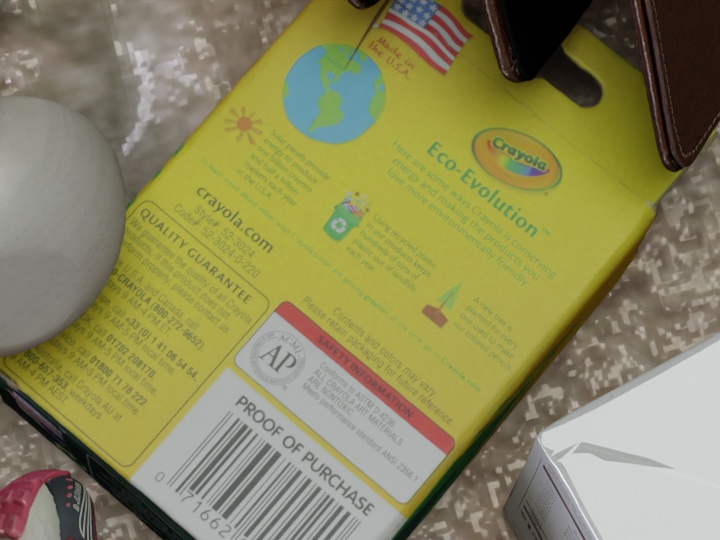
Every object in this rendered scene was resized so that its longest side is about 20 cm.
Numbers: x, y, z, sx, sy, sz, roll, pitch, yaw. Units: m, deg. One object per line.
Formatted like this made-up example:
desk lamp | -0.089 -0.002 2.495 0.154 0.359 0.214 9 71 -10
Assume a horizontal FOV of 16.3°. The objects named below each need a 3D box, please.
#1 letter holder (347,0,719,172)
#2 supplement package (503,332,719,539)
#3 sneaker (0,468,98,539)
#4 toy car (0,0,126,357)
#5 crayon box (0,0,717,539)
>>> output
letter holder | 0.075 -0.139 0.765 0.100 0.143 0.200 4 42 28
supplement package | 0.167 0.079 0.720 0.199 0.111 0.156 -27 77 -9
sneaker | -0.066 0.154 0.711 0.074 0.081 0.202 -12 81 -23
toy car | -0.170 -0.053 0.702 0.149 0.200 0.175 -34 51 3
crayon box | 0.000 0.000 0.766 0.127 0.051 0.200 40 77 9
